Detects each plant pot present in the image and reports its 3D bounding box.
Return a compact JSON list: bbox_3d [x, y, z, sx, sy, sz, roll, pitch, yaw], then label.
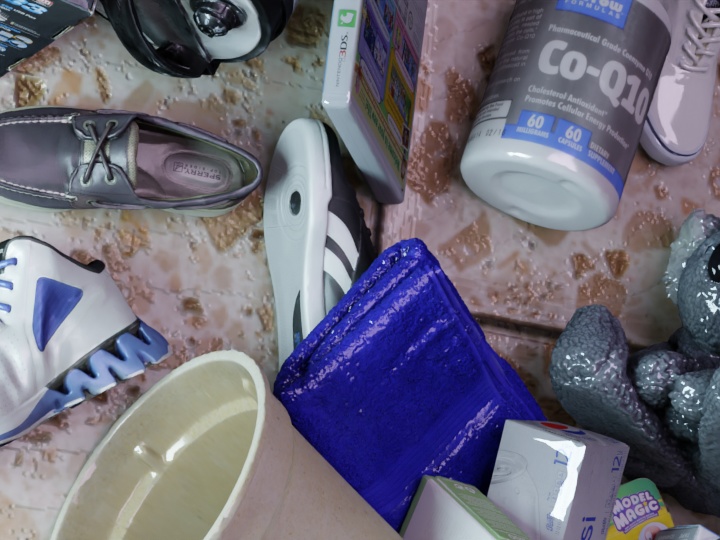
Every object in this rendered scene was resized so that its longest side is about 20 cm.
[{"bbox_3d":[-0.064,0.182,1.616,0.183,0.200,0.201,38,66,-27],"label":"plant pot"}]

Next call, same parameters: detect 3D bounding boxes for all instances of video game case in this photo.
[{"bbox_3d":[0.013,-0.160,1.716,0.022,0.200,0.183,4,74,12],"label":"video game case"}]

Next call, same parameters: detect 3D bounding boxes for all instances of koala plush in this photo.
[{"bbox_3d":[0.253,0.047,1.802,0.201,0.176,0.184,-66,147,-27],"label":"koala plush"}]

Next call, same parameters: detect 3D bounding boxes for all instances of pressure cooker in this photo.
[{"bbox_3d":[-0.107,-0.229,1.667,0.175,0.178,0.201,32,67,-20],"label":"pressure cooker"}]

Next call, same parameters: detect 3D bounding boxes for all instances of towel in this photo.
[{"bbox_3d":[0.040,0.093,1.697,0.148,0.049,0.200,-49,128,-17],"label":"towel"}]

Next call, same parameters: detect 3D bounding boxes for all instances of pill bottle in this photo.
[{"bbox_3d":[0.151,-0.140,1.812,0.113,0.114,0.201,26,70,-19],"label":"pill bottle"}]

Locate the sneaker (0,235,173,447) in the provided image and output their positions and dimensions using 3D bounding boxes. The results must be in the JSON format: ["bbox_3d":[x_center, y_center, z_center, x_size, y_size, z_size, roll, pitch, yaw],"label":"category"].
[{"bbox_3d":[-0.223,0.045,1.620,0.199,0.080,0.116,-28,89,-35],"label":"sneaker"}]

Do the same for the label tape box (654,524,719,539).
[{"bbox_3d":[0.233,0.291,1.742,0.143,0.066,0.201,30,69,-17],"label":"label tape box"}]

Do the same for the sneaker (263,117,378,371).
[{"bbox_3d":[0.000,0.000,1.741,0.111,0.073,0.201,-1,89,-29],"label":"sneaker"}]

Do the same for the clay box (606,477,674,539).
[{"bbox_3d":[0.179,0.253,1.786,0.114,0.048,0.201,-18,87,-26],"label":"clay box"}]

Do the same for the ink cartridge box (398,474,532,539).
[{"bbox_3d":[0.070,0.234,1.625,0.048,0.200,0.146,16,103,-31],"label":"ink cartridge box"}]

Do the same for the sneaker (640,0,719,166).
[{"bbox_3d":[0.235,-0.178,1.884,0.073,0.071,0.201,9,76,-24],"label":"sneaker"}]

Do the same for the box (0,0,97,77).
[{"bbox_3d":[-0.273,-0.188,1.565,0.199,0.198,0.050,21,72,-20],"label":"box"}]

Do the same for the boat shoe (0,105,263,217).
[{"bbox_3d":[-0.157,-0.072,1.675,0.199,0.065,0.072,8,78,-24],"label":"boat shoe"}]

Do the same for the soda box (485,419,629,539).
[{"bbox_3d":[0.112,0.201,1.708,0.068,0.063,0.201,6,99,-59],"label":"soda box"}]
